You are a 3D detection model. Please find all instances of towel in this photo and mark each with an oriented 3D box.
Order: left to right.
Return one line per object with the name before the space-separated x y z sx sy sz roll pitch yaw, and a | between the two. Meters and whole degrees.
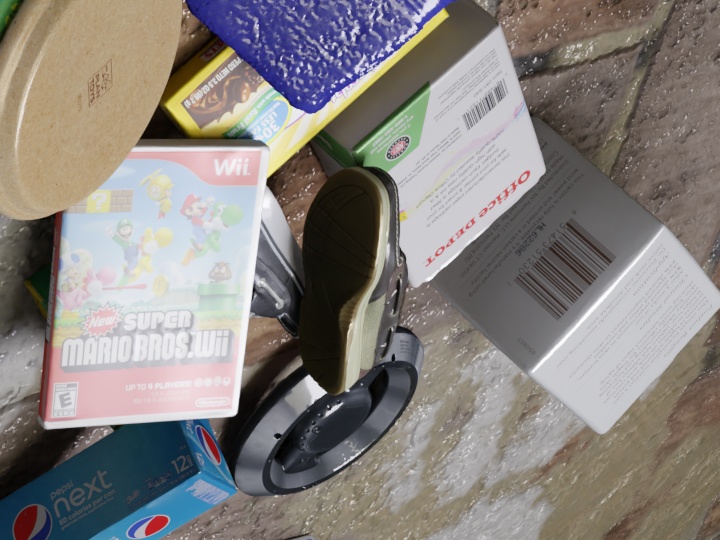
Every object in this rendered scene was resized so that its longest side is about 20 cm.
towel | -0.006 -0.206 1.223 0.200 0.050 0.148 -39 124 14

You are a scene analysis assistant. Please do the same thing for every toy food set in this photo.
toy food set | -0.174 -0.120 1.141 0.198 0.049 0.200 -57 162 -22

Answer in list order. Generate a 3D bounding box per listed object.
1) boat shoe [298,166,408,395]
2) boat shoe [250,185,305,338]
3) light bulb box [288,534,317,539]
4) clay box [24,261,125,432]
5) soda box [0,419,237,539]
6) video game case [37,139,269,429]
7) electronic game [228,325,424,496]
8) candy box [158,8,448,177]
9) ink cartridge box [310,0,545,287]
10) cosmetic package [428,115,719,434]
boat shoe | 0.001 0.001 1.386 0.066 0.072 0.201 -27 142 -37
boat shoe | -0.077 0.002 1.411 0.068 0.072 0.200 -44 147 -14
light bulb box | -0.109 0.364 1.733 0.200 0.125 0.198 -5 129 -49
clay box | -0.156 0.041 1.382 0.115 0.048 0.200 -37 146 -13
soda box | -0.196 0.177 1.413 0.200 0.068 0.064 -31 151 10
video game case | -0.139 0.009 1.290 0.143 0.017 0.200 -2 111 -27
electronic game | -0.027 0.121 1.637 0.200 0.042 0.200 -31 153 -18
candy box | -0.038 -0.148 1.306 0.200 0.026 0.102 -43 130 -7
ink cartridge box | 0.046 -0.101 1.433 0.145 0.084 0.200 -42 148 -9
cosmetic package | 0.178 0.008 1.641 0.167 0.166 0.200 -48 148 2
